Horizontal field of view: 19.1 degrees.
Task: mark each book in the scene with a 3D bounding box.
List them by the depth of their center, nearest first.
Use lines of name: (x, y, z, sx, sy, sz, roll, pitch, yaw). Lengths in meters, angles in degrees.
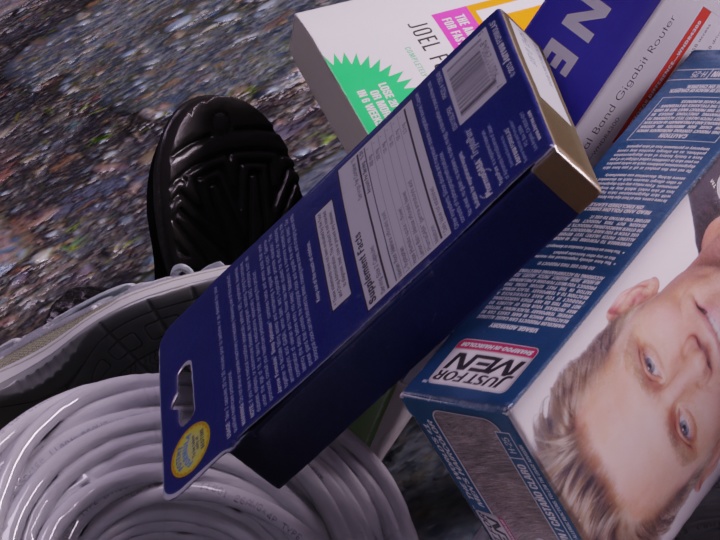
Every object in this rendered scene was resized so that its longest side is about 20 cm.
book: (0.083, -0.088, 1.014, 0.199, 0.048, 0.134, -17, 58, -22)

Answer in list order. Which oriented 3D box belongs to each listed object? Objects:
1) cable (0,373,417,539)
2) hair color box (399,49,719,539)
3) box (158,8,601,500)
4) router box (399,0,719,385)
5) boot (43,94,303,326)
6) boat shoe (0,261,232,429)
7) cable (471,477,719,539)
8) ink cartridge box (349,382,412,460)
cable: (-0.072, 0.135, 0.845, 0.199, 0.069, 0.201, -11, 54, -22)
hair color box: (0.113, 0.017, 0.801, 0.060, 0.100, 0.200, 6, 47, 50)
box: (0.000, 0.000, 0.814, 0.200, 0.032, 0.121, -42, 26, 17)
router box: (0.107, -0.030, 0.914, 0.049, 0.179, 0.201, 42, 103, 36)
boot: (-0.101, 0.011, 1.102, 0.079, 0.213, 0.157, -19, 19, -37)
boat shoe: (-0.111, 0.043, 0.950, 0.201, 0.075, 0.065, -27, 27, 13)
cable: (0.129, 0.120, 0.806, 0.199, 0.070, 0.200, -19, 24, 15)
ink cartridge box: (0.029, 0.018, 1.042, 0.048, 0.146, 0.200, 29, 45, 8)
